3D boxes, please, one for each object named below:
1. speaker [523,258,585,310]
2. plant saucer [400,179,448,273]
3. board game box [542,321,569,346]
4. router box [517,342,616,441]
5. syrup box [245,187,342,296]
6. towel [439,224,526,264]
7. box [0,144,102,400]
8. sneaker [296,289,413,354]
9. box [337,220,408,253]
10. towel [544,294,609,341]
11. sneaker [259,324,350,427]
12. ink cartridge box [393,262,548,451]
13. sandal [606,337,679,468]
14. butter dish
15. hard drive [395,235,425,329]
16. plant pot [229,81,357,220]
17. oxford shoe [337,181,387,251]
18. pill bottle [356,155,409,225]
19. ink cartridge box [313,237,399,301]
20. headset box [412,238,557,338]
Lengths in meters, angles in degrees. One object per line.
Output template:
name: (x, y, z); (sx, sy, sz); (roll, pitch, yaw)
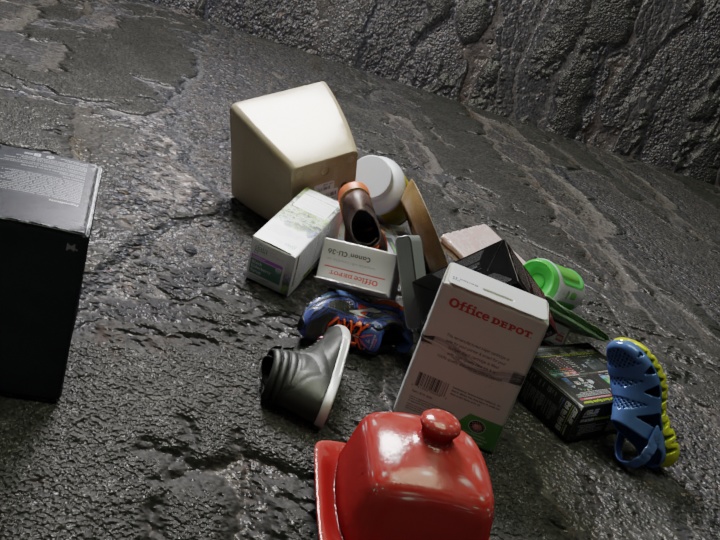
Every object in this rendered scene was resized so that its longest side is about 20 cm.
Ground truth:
speaker: (0.354, 0.029, 1.590); (0.088, 0.089, 0.199); (33, 10, 29)
plant saucer: (0.116, -0.068, 1.582); (0.035, 0.202, 0.201); (-22, 28, 2)
board game box: (0.253, 0.075, 1.454); (0.198, 0.035, 0.126); (26, -3, 11)
router box: (0.333, 0.180, 1.309); (0.198, 0.063, 0.150); (1, 29, -40)
syrup box: (-0.102, -0.050, 1.386); (0.078, 0.082, 0.200); (24, 36, 11)
towel: (0.258, -0.009, 1.662); (0.191, 0.032, 0.199); (46, 30, 20)
box: (-0.364, -0.002, 0.942); (0.122, 0.203, 0.197); (10, 24, -19)
sneaker: (-0.001, 0.080, 1.240); (0.197, 0.076, 0.079); (3, 31, -33)
box: (0.006, -0.053, 1.584); (0.197, 0.042, 0.156); (13, 24, -21)
towel: (0.301, 0.063, 1.432); (0.151, 0.024, 0.199); (29, -5, -23)
sneaker: (-0.073, 0.113, 1.101); (0.098, 0.071, 0.201); (24, 26, -5)
ink cartridge box: (0.145, 0.112, 1.121); (0.145, 0.203, 0.083); (22, 23, 4)
sandal: (0.385, 0.194, 1.205); (0.086, 0.203, 0.079); (-20, 4, -28)
butter dish: (0.062, 0.213, 0.894); (0.196, 0.150, 0.201); (16, 22, -12)
hard drive: (0.083, 0.013, 1.323); (0.026, 0.134, 0.200); (-8, 1, 8)
plant pot: (-0.108, -0.191, 1.546); (0.197, 0.202, 0.177); (-20, 47, -26)
oxford shoe: (0.008, -0.048, 1.422); (0.070, 0.202, 0.073); (-20, 43, 2)
pill bottle: (0.039, -0.154, 1.657); (0.111, 0.113, 0.200); (26, -3, 15)
ink cartridge box: (0.000, 0.000, 1.308); (0.114, 0.069, 0.200); (12, -2, 6)
headset box: (0.185, 0.058, 1.238); (0.200, 0.147, 0.078); (41, 30, -50)
